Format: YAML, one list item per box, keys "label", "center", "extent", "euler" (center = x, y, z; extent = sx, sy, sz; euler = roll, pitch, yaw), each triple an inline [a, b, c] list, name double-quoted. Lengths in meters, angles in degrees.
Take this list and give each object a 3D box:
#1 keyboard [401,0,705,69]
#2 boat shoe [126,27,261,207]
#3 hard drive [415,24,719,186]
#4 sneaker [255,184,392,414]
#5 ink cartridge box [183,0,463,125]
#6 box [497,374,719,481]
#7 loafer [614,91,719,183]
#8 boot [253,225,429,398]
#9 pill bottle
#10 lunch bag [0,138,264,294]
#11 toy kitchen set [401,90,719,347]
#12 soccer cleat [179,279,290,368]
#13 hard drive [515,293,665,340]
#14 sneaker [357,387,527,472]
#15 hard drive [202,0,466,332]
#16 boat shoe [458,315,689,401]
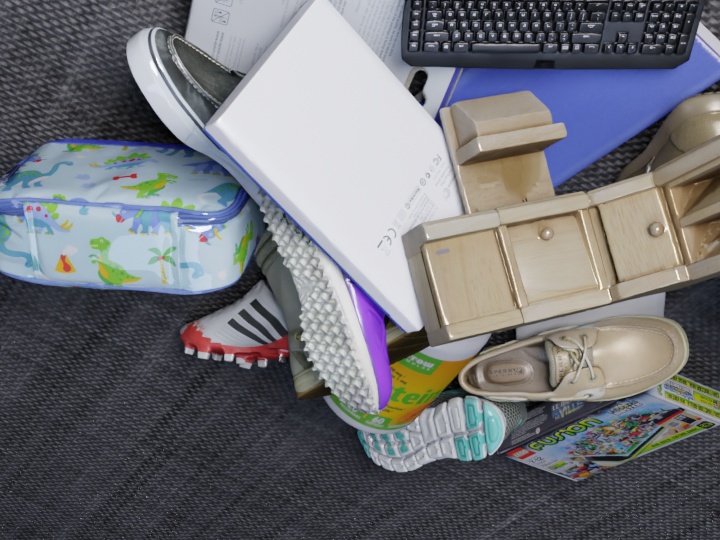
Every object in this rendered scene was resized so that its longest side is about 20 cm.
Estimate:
- label: "keyboard"
  center: [0.128, -0.171, 0.743]
  extent: [0.200, 0.040, 0.104]
  euler: [-1, 127, -4]
- label: "boat shoe"
  center: [-0.081, -0.113, 0.831]
  extent: [0.071, 0.072, 0.200]
  euler: [-26, 134, 26]
- label: "hard drive"
  center: [0.150, -0.136, 0.847]
  extent: [0.132, 0.025, 0.200]
  euler: [35, 131, -26]
- label: "sneaker"
  center: [0.003, 0.003, 0.828]
  extent: [0.070, 0.099, 0.200]
  euler: [6, 117, 55]
- label: "ink cartridge box"
  center: [-0.028, -0.161, 0.837]
  extent: [0.200, 0.041, 0.200]
  euler: [20, 136, -4]
- label: "box"
  center: [0.238, 0.149, 1.113]
  extent: [0.110, 0.035, 0.200]
  euler: [22, 145, -25]
- label: "loafer"
  center: [0.241, -0.059, 0.866]
  extent: [0.076, 0.067, 0.200]
  euler: [0, 156, 0]
- label: "boot"
  center: [0.000, 0.000, 0.920]
  extent: [0.200, 0.155, 0.072]
  euler: [-32, 160, 35]
- label: "pill bottle"
  center: [0.048, 0.050, 1.008]
  extent: [0.111, 0.111, 0.200]
  euler: [22, 135, -15]
- label: "lunch bag"
  center: [-0.180, -0.050, 0.904]
  extent: [0.200, 0.161, 0.083]
  euler: [4, 115, 7]
- label: "toy kitchen set"
  center: [0.143, -0.061, 0.733]
  extent: [0.200, 0.163, 0.180]
  euler: [-12, 173, -19]
- label: "soccer cleat"
  center: [-0.093, 0.045, 1.063]
  extent: [0.069, 0.085, 0.200]
  euler: [18, 165, -42]
- label: "hard drive"
  center: [0.208, 0.046, 1.043]
  extent: [0.132, 0.027, 0.200]
  euler: [-1, 137, 10]
- label: "sneaker"
  center: [0.082, 0.153, 1.142]
  extent: [0.200, 0.091, 0.078]
  euler: [-7, 96, 44]
- label: "hard drive"
  center: [0.002, -0.072, 0.783]
  extent: [0.200, 0.132, 0.025]
  euler: [45, 150, -21]
- label: "boat shoe"
  center: [0.184, 0.082, 1.002]
  extent: [0.200, 0.072, 0.065]
  euler: [-10, 175, 25]
